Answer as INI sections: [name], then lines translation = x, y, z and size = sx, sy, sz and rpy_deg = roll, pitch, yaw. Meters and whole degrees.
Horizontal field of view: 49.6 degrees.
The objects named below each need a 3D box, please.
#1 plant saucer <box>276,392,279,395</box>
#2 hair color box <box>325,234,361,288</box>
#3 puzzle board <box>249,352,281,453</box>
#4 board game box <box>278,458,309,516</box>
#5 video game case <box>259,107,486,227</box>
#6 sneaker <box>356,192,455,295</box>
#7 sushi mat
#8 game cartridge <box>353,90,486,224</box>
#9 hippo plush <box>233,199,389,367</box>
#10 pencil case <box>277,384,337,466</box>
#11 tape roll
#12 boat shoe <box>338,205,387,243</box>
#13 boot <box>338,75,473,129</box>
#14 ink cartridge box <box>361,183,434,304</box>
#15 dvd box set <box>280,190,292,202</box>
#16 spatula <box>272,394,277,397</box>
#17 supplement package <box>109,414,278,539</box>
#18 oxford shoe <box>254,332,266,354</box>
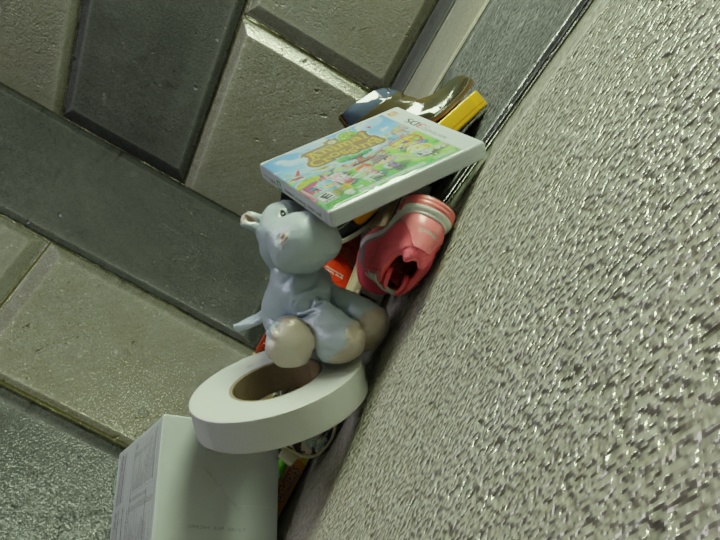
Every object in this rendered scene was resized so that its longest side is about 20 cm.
[plant saucer]
translation = -0.089, 0.174, 1.192
size = 0.201, 0.047, 0.203
rpy_deg = -54, 12, 55
[hair color box]
translation = -0.040, 0.013, 1.153
size = 0.200, 0.061, 0.102
rpy_deg = -47, -6, -47
[puzzle board]
translation = -0.148, 0.237, 1.153
size = 0.200, 0.017, 0.154
rpy_deg = -134, 54, -60
[board game box]
translation = -0.115, 0.298, 1.020
size = 0.203, 0.030, 0.096
rpy_deg = -60, 7, 10
[video game case]
translation = 0.009, -0.122, 0.865
size = 0.197, 0.023, 0.181
rpy_deg = -26, 33, -20
[sneaker]
translation = 0.033, -0.007, 0.867
size = 0.088, 0.072, 0.200
rpy_deg = -68, 9, -29
[sushi mat]
translation = 0.000, 0.000, 1.025
size = 0.204, 0.012, 0.096
rpy_deg = -68, 9, -23
[game cartridge]
translation = 0.071, -0.143, 1.023
size = 0.176, 0.033, 0.200
rpy_deg = -43, 4, -15
[hippo plush]
translation = -0.051, 0.003, 0.873
size = 0.199, 0.155, 0.166
rpy_deg = -155, 62, -66
[pencil case]
translation = -0.069, 0.159, 0.980
size = 0.089, 0.078, 0.200
rpy_deg = -44, 11, 9
[tape roll]
translation = -0.089, 0.133, 0.848
size = 0.203, 0.197, 0.038
rpy_deg = -93, -11, -76
[boat shoe]
translation = 0.011, -0.111, 1.146
size = 0.200, 0.061, 0.075
rpy_deg = -44, 26, -29
[boot]
translation = 0.063, -0.224, 1.053
size = 0.200, 0.097, 0.075
rpy_deg = -43, 3, -16
[ink cartridge box]
translation = 0.044, -0.048, 1.071
size = 0.204, 0.039, 0.099
rpy_deg = -64, 7, -12
[dvd box set]
translation = -0.053, -0.088, 1.138
size = 0.200, 0.029, 0.149
rpy_deg = -44, -32, -47
[spatula]
translation = -0.138, 0.267, 1.044
size = 0.057, 0.020, 0.205
rpy_deg = 138, 145, -70
[supplement package]
translation = -0.208, 0.284, 0.955
size = 0.199, 0.149, 0.154
rpy_deg = -38, 46, 50
[oxford shoe]
translation = -0.106, 0.075, 1.257
size = 0.202, 0.070, 0.073
rpy_deg = -55, -3, -2
